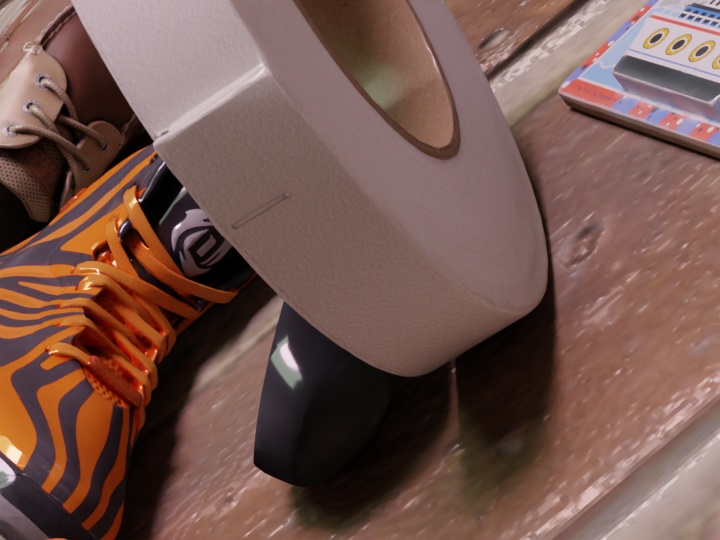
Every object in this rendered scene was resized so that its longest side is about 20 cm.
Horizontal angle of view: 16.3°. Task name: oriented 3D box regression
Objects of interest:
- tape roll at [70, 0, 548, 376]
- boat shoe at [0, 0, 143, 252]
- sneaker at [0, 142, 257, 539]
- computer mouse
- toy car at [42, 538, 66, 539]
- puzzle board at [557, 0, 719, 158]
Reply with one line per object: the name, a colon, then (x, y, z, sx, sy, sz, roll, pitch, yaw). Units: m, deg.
tape roll: (-0.018, -0.066, 0.669, 0.037, 0.203, 0.203, -31, 25, 16)
boat shoe: (-0.126, -0.044, 0.956, 0.200, 0.076, 0.072, -49, 27, 1)
sneaker: (-0.080, 0.015, 0.767, 0.112, 0.078, 0.200, -39, 23, 3)
computer mouse: (0.000, 0.000, 0.733, 0.034, 0.059, 0.200, 10, 30, 2)
toy car: (-0.114, 0.120, 0.498, 0.177, 0.184, 0.200, -8, 37, 50)
puzzle board: (0.150, -0.086, 0.689, 0.151, 0.017, 0.200, -42, 23, -8)
